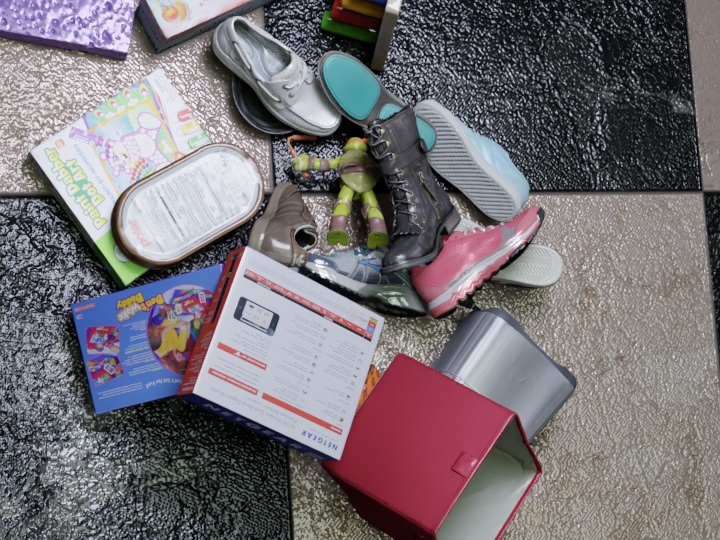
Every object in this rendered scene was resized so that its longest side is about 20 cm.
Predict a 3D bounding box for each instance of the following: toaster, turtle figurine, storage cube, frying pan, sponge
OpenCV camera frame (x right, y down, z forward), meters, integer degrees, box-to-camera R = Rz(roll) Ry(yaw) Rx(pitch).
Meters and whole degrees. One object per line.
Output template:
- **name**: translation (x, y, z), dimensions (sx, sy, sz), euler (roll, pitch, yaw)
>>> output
- **toaster**: translation (0.175, 0.141, 1.613), dimensions (0.200, 0.113, 0.129), euler (43, 70, -13)
- **turtle figurine**: translation (0.004, -0.110, 1.589), dimensions (0.198, 0.064, 0.163), euler (10, 60, -22)
- **storage cube**: translation (0.088, 0.242, 1.503), dimensions (0.201, 0.179, 0.171), euler (-53, 145, -17)
- **frying pan**: translation (-0.084, -0.250, 1.616), dimensions (0.189, 0.031, 0.116), euler (-31, 96, -24)
- **sponge**: translation (-0.378, -0.334, 1.522), dimensions (0.198, 0.030, 0.113), euler (8, 80, -18)

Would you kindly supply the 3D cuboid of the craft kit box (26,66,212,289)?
- **craft kit box**: translation (-0.272, -0.115, 1.526), dimensions (0.197, 0.048, 0.201), euler (-38, 96, -17)

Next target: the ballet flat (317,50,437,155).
- **ballet flat**: translation (0.014, -0.212, 1.603), dimensions (0.199, 0.064, 0.068), euler (35, 86, -25)

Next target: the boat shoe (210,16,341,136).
- **boat shoe**: translation (-0.099, -0.244, 1.558), dimensions (0.199, 0.069, 0.071), euler (37, 70, -16)

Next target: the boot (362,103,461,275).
- **boot**: translation (0.045, -0.102, 1.528), dimensions (0.175, 0.069, 0.200), euler (64, 34, -16)

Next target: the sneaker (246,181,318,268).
- **sneaker**: translation (-0.087, -0.047, 1.514), dimensions (0.075, 0.200, 0.071), euler (18, 116, 1)

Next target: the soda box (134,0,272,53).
- **soda box**: translation (-0.183, -0.351, 1.573), dimensions (0.199, 0.068, 0.064), euler (-29, 93, -21)

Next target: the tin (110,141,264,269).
- **tin**: translation (-0.208, -0.081, 1.504), dimensions (0.199, 0.042, 0.113), euler (-32, 90, -20)

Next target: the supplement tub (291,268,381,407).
- **supplement tub**: translation (-0.074, 0.089, 1.528), dimensions (0.200, 0.122, 0.123), euler (47, 71, -8)

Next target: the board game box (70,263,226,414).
- **board game box**: translation (-0.231, 0.081, 1.458), dimensions (0.198, 0.045, 0.136), euler (-14, 88, 14)

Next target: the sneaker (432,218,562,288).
- **sneaker**: translation (0.172, -0.017, 1.664), dimensions (0.198, 0.085, 0.076), euler (19, 87, 8)

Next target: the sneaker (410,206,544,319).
- **sneaker**: translation (0.148, -0.029, 1.581), dimensions (0.200, 0.074, 0.087), euler (-40, 83, -5)

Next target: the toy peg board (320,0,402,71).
- **toy peg board**: translation (0.017, -0.393, 1.593), dimensions (0.097, 0.199, 0.202), euler (15, 78, -1)

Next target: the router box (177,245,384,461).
- **router box**: translation (-0.087, 0.097, 1.411), dimensions (0.199, 0.049, 0.181), euler (29, 68, -24)

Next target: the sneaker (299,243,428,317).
- **sneaker**: translation (0.000, 0.000, 1.599), dimensions (0.199, 0.077, 0.087), euler (17, 71, -26)

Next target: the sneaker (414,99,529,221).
- **sneaker**: translation (0.151, -0.157, 1.680), dimensions (0.200, 0.074, 0.082), euler (50, 40, -2)
